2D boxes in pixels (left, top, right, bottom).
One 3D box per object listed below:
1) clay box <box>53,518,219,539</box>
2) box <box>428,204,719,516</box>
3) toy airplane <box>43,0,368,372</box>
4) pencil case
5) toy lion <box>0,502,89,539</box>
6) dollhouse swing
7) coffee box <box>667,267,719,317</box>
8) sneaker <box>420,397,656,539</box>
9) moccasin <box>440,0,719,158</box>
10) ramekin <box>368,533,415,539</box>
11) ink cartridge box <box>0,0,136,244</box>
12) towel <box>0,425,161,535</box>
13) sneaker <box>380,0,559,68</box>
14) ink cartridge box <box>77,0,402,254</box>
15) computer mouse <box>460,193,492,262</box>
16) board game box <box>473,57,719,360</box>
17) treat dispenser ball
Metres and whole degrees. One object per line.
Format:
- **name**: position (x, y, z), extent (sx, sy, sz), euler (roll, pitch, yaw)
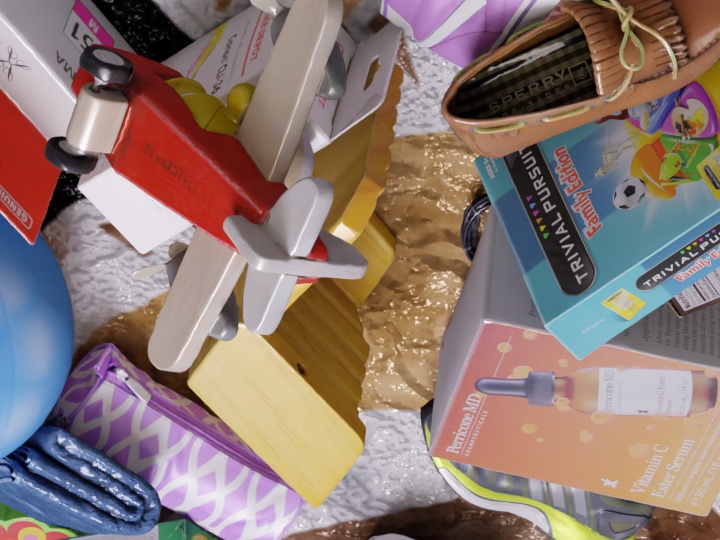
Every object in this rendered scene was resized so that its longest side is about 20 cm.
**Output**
- **clay box**: position (-0.143, 0.239, 1.752), extent (0.115, 0.048, 0.200), euler (-11, 157, 16)
- **box**: position (0.161, 0.061, 1.546), extent (0.199, 0.107, 0.152), euler (12, 138, -5)
- **toy airplane**: position (-0.066, -0.054, 1.333), extent (0.200, 0.141, 0.200), euler (-15, 89, 35)
- **pencil case**: position (-0.127, 0.126, 1.673), extent (0.200, 0.084, 0.085), euler (32, 129, -19)
- **toy lion**: position (-0.285, 0.257, 1.825), extent (0.191, 0.069, 0.200), euler (-5, 129, 2)
- **dollhouse swing**: position (0.000, 0.000, 1.477), extent (0.176, 0.200, 0.182), euler (-29, 119, 27)
- **coffee box**: position (0.266, -0.067, 1.439), extent (0.200, 0.115, 0.080), euler (-23, 124, 26)
- **sneaker**: position (0.130, 0.134, 1.659), extent (0.200, 0.074, 0.081), euler (27, 121, -23)
- **moccasin**: position (0.140, -0.133, 1.370), extent (0.201, 0.074, 0.078), euler (-20, 167, 14)
- **ramekin**: position (0.018, 0.289, 1.718), extent (0.105, 0.200, 0.200), euler (30, 128, -3)
- **ink cartridge box**: position (-0.226, -0.143, 1.411), extent (0.043, 0.174, 0.200), euler (-25, 121, 26)
- **towel**: position (-0.220, 0.152, 1.663), extent (0.112, 0.049, 0.200), euler (34, 164, -20)
- **sneaker**: position (0.078, -0.206, 1.383), extent (0.114, 0.073, 0.201), euler (27, 128, -10)
- **ink cartridge box**: position (-0.073, -0.107, 1.455), extent (0.200, 0.117, 0.068), euler (-29, 117, 26)
- **computer mouse**: position (0.111, -0.075, 1.514), extent (0.058, 0.034, 0.200), euler (8, 137, -21)
- **board game box**: position (0.179, -0.063, 1.399), extent (0.200, 0.151, 0.047), euler (-35, 135, 15)
- **treat dispenser ball**: position (-0.290, 0.040, 1.552), extent (0.200, 0.201, 0.201), euler (4, 129, 5)
